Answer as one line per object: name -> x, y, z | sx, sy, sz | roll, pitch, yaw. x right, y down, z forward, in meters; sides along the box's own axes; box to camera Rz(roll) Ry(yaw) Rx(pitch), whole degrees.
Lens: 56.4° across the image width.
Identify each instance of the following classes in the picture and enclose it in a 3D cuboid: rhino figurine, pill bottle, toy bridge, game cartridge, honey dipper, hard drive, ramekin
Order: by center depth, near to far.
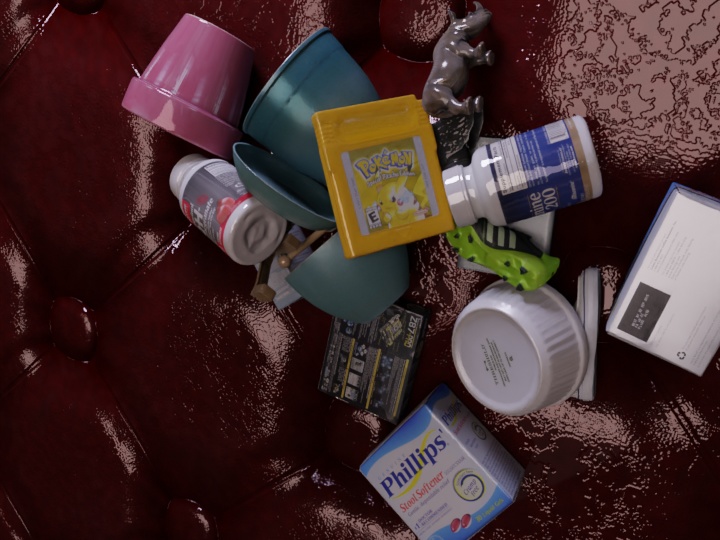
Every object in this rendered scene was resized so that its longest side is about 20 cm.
pill bottle -> 0.217, -0.126, 0.913 | 0.196, 0.111, 0.113 | -16, 95, 16
game cartridge -> 0.035, -0.135, 0.943 | 0.032, 0.173, 0.204 | -3, 102, 68
rhino figurine -> 0.140, -0.302, 0.952 | 0.086, 0.060, 0.204 | 5, 70, 31
ramekin -> 0.222, 0.117, 0.983 | 0.200, 0.093, 0.207 | 19, 117, 42
hard drive -> 0.223, -0.095, 1.007 | 0.137, 0.033, 0.204 | 10, 105, 23
pill bottle -> -0.211, -0.103, 1.040 | 0.199, 0.110, 0.112 | 37, 115, 35
toy bridge -> -0.123, -0.042, 1.061 | 0.027, 0.203, 0.067 | 37, 152, -29
honey dipper -> -0.053, -0.070, 1.085 | 0.199, 0.038, 0.038 | -41, 83, -4

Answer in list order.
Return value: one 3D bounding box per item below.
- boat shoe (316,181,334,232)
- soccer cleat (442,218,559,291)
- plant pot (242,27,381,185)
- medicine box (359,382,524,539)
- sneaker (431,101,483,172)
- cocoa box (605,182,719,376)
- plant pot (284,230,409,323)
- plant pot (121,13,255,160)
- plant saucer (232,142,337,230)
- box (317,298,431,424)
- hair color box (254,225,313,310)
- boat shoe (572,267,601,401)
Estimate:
boat shoe -> -0.094, -0.156, 1.135 | 0.066, 0.057, 0.202 | -30, 92, -9
soccer cleat -> 0.197, -0.039, 0.980 | 0.199, 0.080, 0.068 | 40, 138, 34
plant pot -> -0.046, -0.224, 1.023 | 0.188, 0.200, 0.200 | 42, 115, -4
medicine box -> 0.132, 0.328, 1.102 | 0.200, 0.103, 0.183 | 45, 115, 8
sneaker -> 0.106, -0.174, 1.021 | 0.198, 0.059, 0.106 | -19, 85, 40
cocoa box -> 0.427, 0.006, 0.879 | 0.132, 0.131, 0.203 | 26, 111, 17
plant pot -> 0.000, 0.000, 1.036 | 0.199, 0.200, 0.135 | -39, 93, 26
plant pot -> -0.267, -0.308, 1.110 | 0.198, 0.200, 0.182 | 29, 97, 16
plant saucer -> -0.107, -0.115, 0.979 | 0.199, 0.200, 0.036 | 38, 106, 12
box -> 0.021, 0.137, 1.142 | 0.159, 0.049, 0.204 | 19, 108, 22
hair color box -> -0.143, -0.044, 1.149 | 0.060, 0.099, 0.203 | -29, 88, 28
boat shoe -> 0.314, 0.095, 0.983 | 0.065, 0.073, 0.205 | 4, 103, 23
